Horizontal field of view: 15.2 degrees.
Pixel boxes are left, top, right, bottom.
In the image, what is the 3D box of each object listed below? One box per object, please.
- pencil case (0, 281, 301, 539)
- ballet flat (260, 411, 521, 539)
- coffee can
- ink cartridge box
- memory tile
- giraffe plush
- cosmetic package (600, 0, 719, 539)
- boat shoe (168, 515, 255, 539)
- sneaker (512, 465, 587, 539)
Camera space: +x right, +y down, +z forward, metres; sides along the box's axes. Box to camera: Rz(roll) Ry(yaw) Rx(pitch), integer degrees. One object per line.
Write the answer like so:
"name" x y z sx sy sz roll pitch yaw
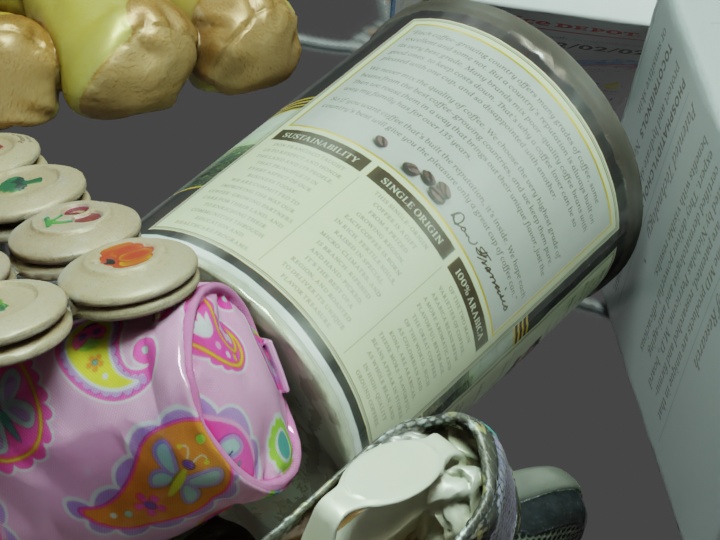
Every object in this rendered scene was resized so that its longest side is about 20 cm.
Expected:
"pencil case" -0.123 0.071 0.986 0.199 0.087 0.088 -22 42 22
"ballet flat" -0.023 0.112 0.950 0.200 0.072 0.072 -37 63 -26
"coffee can" 0.000 0.000 1.093 0.146 0.147 0.200 34 50 19
"ink cartridge box" 0.079 -0.130 1.192 0.115 0.200 0.068 7 79 -4
"memory tile" -0.159 -0.004 0.985 0.153 0.017 0.200 -20 26 -22
"giraffe plush" -0.125 -0.158 1.145 0.172 0.163 0.200 -13 16 -26
"cosmetic package" 0.209 0.003 1.121 0.167 0.167 0.200 -3 49 -15
"boat shoe" -0.127 0.153 0.991 0.200 0.072 0.076 -31 31 -31
"sneaker" 0.028 0.157 1.006 0.199 0.076 0.114 -31 62 -30
